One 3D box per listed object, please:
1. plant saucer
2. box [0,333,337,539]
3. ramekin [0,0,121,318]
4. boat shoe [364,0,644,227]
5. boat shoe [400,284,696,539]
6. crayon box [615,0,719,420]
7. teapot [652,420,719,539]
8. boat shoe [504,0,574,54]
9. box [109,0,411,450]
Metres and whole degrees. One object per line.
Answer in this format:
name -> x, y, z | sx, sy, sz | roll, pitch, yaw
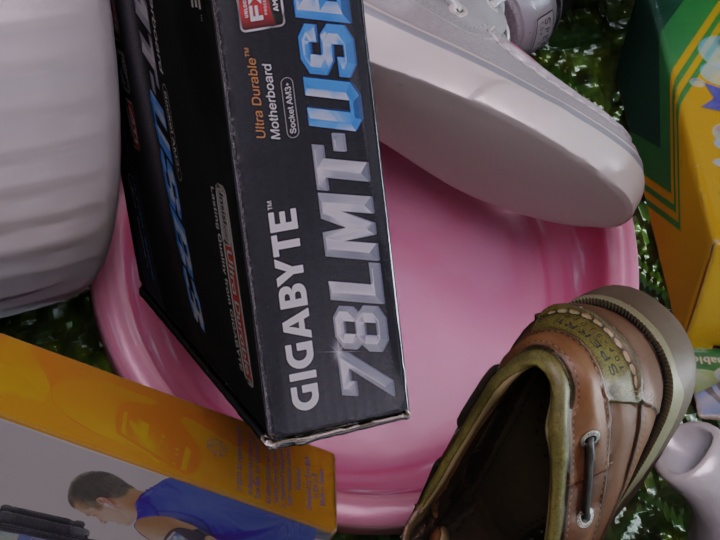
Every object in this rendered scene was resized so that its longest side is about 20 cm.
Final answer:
plant saucer -> 0.000, 0.000, 0.869 | 0.199, 0.051, 0.202 | 3, 70, -8
box -> -0.121, 0.076, 0.755 | 0.199, 0.119, 0.042 | 20, 37, -22
ramekin -> -0.148, -0.074, 0.795 | 0.097, 0.201, 0.202 | -10, 72, -20
boat shoe -> 0.017, -0.085, 0.844 | 0.199, 0.072, 0.069 | 26, 68, 10
boat shoe -> 0.039, 0.095, 0.771 | 0.072, 0.201, 0.068 | 31, 30, 27
crayon box -> 0.169, -0.028, 0.856 | 0.125, 0.052, 0.201 | 5, 39, -8
teapot -> 0.204, 0.142, 0.794 | 0.198, 0.146, 0.199 | -10, 71, -9
boat shoe -> 0.006, -0.162, 0.926 | 0.200, 0.072, 0.071 | 44, 53, 3
box -> -0.043, -0.070, 0.715 | 0.049, 0.198, 0.202 | -11, 105, -12
